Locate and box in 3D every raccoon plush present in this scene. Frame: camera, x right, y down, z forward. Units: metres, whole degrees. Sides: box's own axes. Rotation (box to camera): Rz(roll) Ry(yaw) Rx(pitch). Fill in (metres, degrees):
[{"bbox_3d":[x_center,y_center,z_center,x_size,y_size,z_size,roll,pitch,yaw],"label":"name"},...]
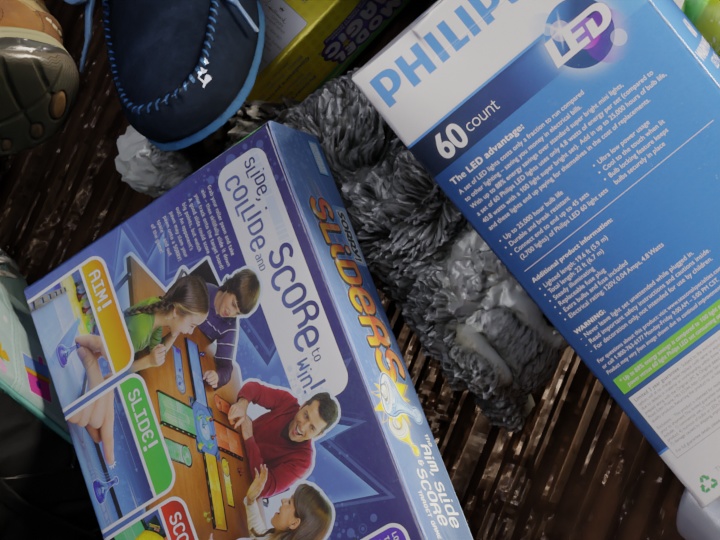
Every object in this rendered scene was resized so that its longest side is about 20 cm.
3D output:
[{"bbox_3d":[0.000,0.000,0.980,0.199,0.097,0.135,-9,73,31],"label":"raccoon plush"}]

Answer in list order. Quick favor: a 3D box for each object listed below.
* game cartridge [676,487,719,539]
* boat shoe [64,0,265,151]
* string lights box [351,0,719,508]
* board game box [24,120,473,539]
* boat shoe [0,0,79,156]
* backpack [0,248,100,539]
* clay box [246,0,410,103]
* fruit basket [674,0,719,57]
[{"bbox_3d":[0.218,0.056,0.916,0.200,0.040,0.133,-47,57,-1],"label":"game cartridge"},{"bbox_3d":[-0.090,-0.132,1.009,0.084,0.069,0.201,-27,43,12],"label":"boat shoe"},{"bbox_3d":[0.100,-0.028,0.877,0.103,0.059,0.200,-38,93,16],"label":"string lights box"},{"bbox_3d":[-0.043,0.064,0.922,0.135,0.034,0.201,-32,66,26],"label":"board game box"},{"bbox_3d":[-0.216,-0.085,0.988,0.199,0.076,0.074,-2,51,-17],"label":"boat shoe"},{"bbox_3d":[-0.211,0.054,0.991,0.175,0.200,0.154,-28,59,10],"label":"backpack"},{"bbox_3d":[-0.014,-0.165,1.086,0.200,0.048,0.115,-45,60,-2],"label":"clay box"},{"bbox_3d":[0.150,-0.142,0.920,0.199,0.094,0.186,20,99,-2],"label":"fruit basket"}]
